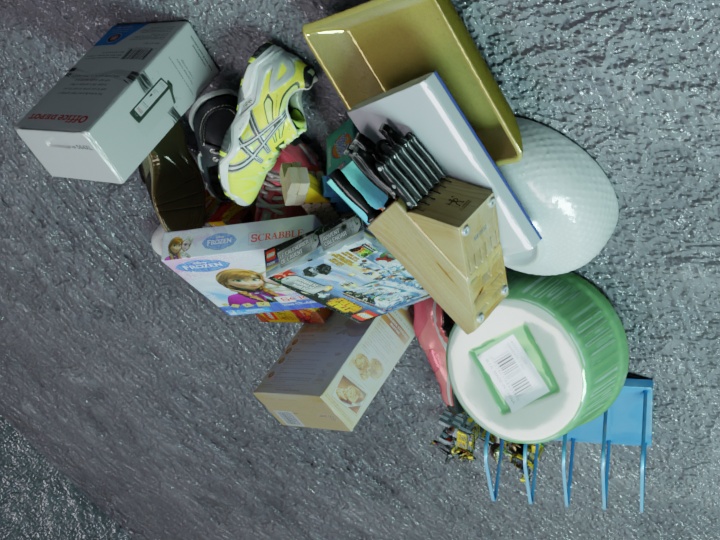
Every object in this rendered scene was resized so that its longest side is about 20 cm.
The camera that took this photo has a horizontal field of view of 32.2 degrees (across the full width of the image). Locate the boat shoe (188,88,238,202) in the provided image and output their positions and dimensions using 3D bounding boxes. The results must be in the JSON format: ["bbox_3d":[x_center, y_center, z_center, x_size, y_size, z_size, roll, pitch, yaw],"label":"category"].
[{"bbox_3d":[-0.168,-0.153,1.549,0.200,0.076,0.060,89,162,-67],"label":"boat shoe"}]

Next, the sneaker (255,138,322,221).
[{"bbox_3d":[-0.095,-0.091,1.546,0.074,0.087,0.200,22,150,21],"label":"sneaker"}]

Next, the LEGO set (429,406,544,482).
[{"bbox_3d":[0.179,0.237,1.738,0.154,0.116,0.200,29,152,12],"label":"LEGO set"}]

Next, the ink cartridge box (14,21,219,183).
[{"bbox_3d":[-0.288,-0.201,1.481,0.146,0.200,0.084,9,142,41],"label":"ink cartridge box"}]

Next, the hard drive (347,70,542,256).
[{"bbox_3d":[0.084,-0.098,1.264,0.132,0.025,0.200,-13,116,54],"label":"hard drive"}]

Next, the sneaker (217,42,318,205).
[{"bbox_3d":[-0.107,-0.155,1.425,0.076,0.075,0.200,25,123,11],"label":"sneaker"}]

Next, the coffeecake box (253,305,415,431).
[{"bbox_3d":[-0.027,0.114,1.686,0.153,0.200,0.073,-4,133,51],"label":"coffeecake box"}]

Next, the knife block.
[{"bbox_3d":[0.054,-0.047,1.270,0.176,0.064,0.200,21,141,35],"label":"knife block"}]

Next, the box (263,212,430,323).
[{"bbox_3d":[0.000,0.000,1.469,0.137,0.040,0.200,-21,152,26],"label":"box"}]

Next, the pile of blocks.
[{"bbox_3d":[-0.031,-0.092,1.494,0.082,0.062,0.200,-21,151,17],"label":"pile of blocks"}]

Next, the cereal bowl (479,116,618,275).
[{"bbox_3d":[0.167,-0.064,1.323,0.200,0.083,0.200,26,151,15],"label":"cereal bowl"}]

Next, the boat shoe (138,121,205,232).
[{"bbox_3d":[-0.258,-0.138,1.653,0.066,0.072,0.201,20,128,64],"label":"boat shoe"}]

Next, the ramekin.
[{"bbox_3d":[0.196,0.101,1.430,0.200,0.098,0.200,10,109,30],"label":"ramekin"}]

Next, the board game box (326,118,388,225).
[{"bbox_3d":[0.043,-0.068,1.396,0.045,0.152,0.200,-40,110,15],"label":"board game box"}]

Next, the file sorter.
[{"bbox_3d":[0.259,0.218,1.551,0.200,0.123,0.139,2,143,14],"label":"file sorter"}]

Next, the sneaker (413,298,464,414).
[{"bbox_3d":[0.114,0.096,1.642,0.087,0.074,0.200,25,136,44],"label":"sneaker"}]

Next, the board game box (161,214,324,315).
[{"bbox_3d":[-0.115,-0.002,1.562,0.200,0.041,0.200,-6,156,19],"label":"board game box"}]

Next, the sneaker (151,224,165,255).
[{"bbox_3d":[-0.254,-0.028,1.845,0.200,0.081,0.076,4,141,47],"label":"sneaker"}]

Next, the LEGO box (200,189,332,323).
[{"bbox_3d":[-0.131,-0.022,1.721,0.149,0.077,0.200,-2,135,49],"label":"LEGO box"}]

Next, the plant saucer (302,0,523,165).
[{"bbox_3d":[0.060,-0.192,1.255,0.200,0.048,0.200,-5,123,52],"label":"plant saucer"}]
